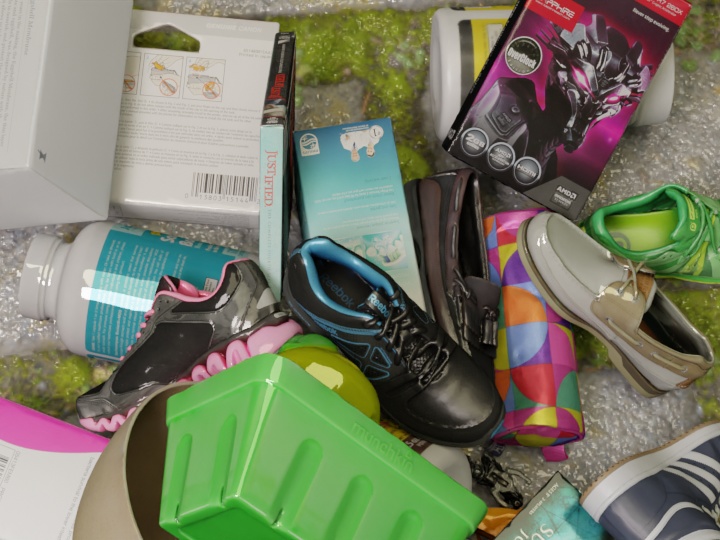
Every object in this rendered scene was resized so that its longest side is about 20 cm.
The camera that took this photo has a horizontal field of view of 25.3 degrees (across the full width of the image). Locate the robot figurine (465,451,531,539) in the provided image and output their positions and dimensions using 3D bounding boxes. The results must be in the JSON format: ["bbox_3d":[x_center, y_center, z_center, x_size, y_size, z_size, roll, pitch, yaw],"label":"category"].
[{"bbox_3d":[0.112,0.234,1.273,0.198,0.058,0.146,26,73,5],"label":"robot figurine"}]

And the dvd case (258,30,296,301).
[{"bbox_3d":[-0.065,-0.087,1.272,0.022,0.148,0.201,2,28,-2],"label":"dvd case"}]

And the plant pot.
[{"bbox_3d":[-0.125,0.199,1.117,0.134,0.199,0.202,-38,73,30],"label":"plant pot"}]

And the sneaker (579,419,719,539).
[{"bbox_3d":[0.261,0.187,1.241,0.199,0.070,0.109,-12,52,-47],"label":"sneaker"}]

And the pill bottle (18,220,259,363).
[{"bbox_3d":[-0.172,0.024,1.300,0.197,0.111,0.112,12,72,1],"label":"pill bottle"}]

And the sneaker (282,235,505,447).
[{"bbox_3d":[0.021,0.053,1.162,0.199,0.082,0.073,38,74,8],"label":"sneaker"}]

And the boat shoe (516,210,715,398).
[{"bbox_3d":[0.209,0.020,1.293,0.200,0.068,0.075,42,48,-23],"label":"boat shoe"}]

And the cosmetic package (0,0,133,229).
[{"bbox_3d":[-0.306,-0.146,1.309,0.198,0.123,0.202,-4,70,25],"label":"cosmetic package"}]

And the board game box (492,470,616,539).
[{"bbox_3d":[0.131,0.271,1.216,0.135,0.028,0.200,43,76,10],"label":"board game box"}]

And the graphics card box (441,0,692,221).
[{"bbox_3d":[0.165,-0.157,1.294,0.124,0.051,0.202,28,98,-8],"label":"graphics card box"}]

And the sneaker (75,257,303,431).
[{"bbox_3d":[-0.141,0.054,1.219,0.198,0.079,0.096,-27,89,20],"label":"sneaker"}]

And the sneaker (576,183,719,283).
[{"bbox_3d":[0.279,-0.030,1.350,0.197,0.084,0.075,-7,72,-5],"label":"sneaker"}]

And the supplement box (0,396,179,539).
[{"bbox_3d":[-0.216,0.184,1.252,0.198,0.104,0.102,21,74,5],"label":"supplement box"}]

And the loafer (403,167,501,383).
[{"bbox_3d":[0.082,0.006,1.283,0.062,0.072,0.202,-22,61,19],"label":"loafer"}]

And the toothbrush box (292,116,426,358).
[{"bbox_3d":[0.000,0.000,1.297,0.084,0.147,0.203,-10,74,-4],"label":"toothbrush box"}]

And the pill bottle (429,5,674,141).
[{"bbox_3d":[0.162,-0.170,1.375,0.197,0.114,0.116,-2,72,-3],"label":"pill bottle"}]

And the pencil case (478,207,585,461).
[{"bbox_3d":[0.138,0.052,1.321,0.087,0.089,0.203,-1,72,-3],"label":"pencil case"}]

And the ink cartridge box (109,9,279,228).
[{"bbox_3d":[-0.173,-0.133,1.385,0.197,0.045,0.179,5,73,-1],"label":"ink cartridge box"}]

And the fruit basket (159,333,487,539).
[{"bbox_3d":[-0.025,0.118,1.079,0.214,0.155,0.218,17,62,-35],"label":"fruit basket"}]

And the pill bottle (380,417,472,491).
[{"bbox_3d":[-0.021,0.158,1.232,0.198,0.109,0.110,16,70,29],"label":"pill bottle"}]
